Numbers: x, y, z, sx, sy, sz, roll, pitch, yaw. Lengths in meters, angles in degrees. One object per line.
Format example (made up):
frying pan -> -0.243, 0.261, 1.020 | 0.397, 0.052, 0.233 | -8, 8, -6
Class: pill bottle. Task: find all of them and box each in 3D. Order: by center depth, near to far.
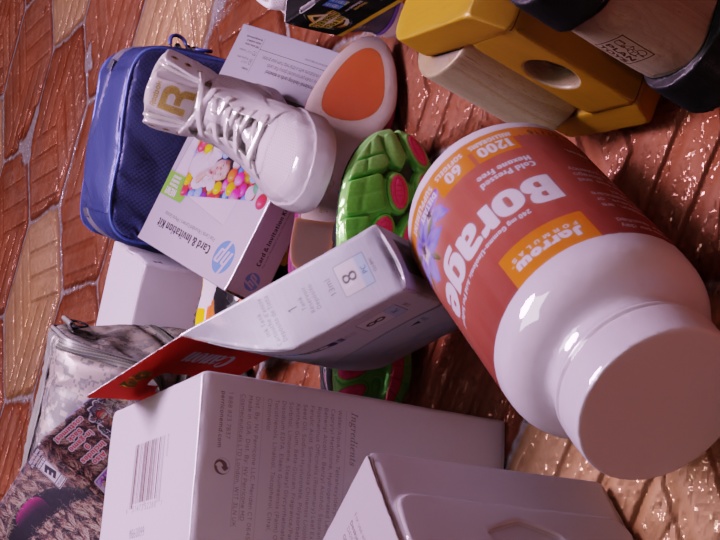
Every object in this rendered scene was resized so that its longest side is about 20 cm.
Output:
pill bottle -> 0.106, 0.013, 0.762 | 0.112, 0.112, 0.200 | -68, 28, 22

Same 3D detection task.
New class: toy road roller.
toy road roller -> 0.125, -0.162, 0.793 | 0.200, 0.123, 0.146 | -10, 57, 62

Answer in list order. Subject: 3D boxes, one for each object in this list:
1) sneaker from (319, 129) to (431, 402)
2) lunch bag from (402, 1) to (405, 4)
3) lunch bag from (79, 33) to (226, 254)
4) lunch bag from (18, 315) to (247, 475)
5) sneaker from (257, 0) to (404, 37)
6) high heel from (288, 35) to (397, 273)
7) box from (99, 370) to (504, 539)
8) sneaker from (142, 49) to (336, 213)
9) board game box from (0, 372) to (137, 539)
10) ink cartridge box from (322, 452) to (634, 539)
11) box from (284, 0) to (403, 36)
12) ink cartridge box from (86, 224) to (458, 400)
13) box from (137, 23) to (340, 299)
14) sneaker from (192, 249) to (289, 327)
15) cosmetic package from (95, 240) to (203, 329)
sneaker -> 0.000, 0.000, 1.028 | 0.084, 0.077, 0.200 | 0, 78, 63
lunch bag -> 0.061, -0.259, 1.005 | 0.200, 0.082, 0.176 | -112, 36, -50
lunch bag -> -0.175, -0.116, 1.361 | 0.132, 0.136, 0.200 | 8, 87, 64
lunch bag -> -0.205, 0.145, 1.285 | 0.139, 0.167, 0.200 | 32, 110, 63
sneaker -> -0.041, -0.258, 1.128 | 0.081, 0.146, 0.200 | -57, 34, 38
high heel -> -0.015, -0.072, 1.119 | 0.096, 0.067, 0.200 | 76, -149, -70
box -> -0.036, 0.138, 0.903 | 0.152, 0.200, 0.107 | -27, 55, 58
sneaker -> -0.096, -0.100, 1.060 | 0.200, 0.115, 0.074 | 40, 112, 62
board game box -> -0.163, 0.207, 1.128 | 0.097, 0.200, 0.159 | -44, -6, -46
ink cartridge box -> 0.047, 0.218, 0.765 | 0.200, 0.146, 0.146 | -64, 29, 30
box -> 0.006, -0.267, 0.970 | 0.160, 0.049, 0.200 | 168, 108, -65
ink cartridge box -> -0.041, 0.049, 0.903 | 0.200, 0.160, 0.047 | -30, 75, 13
box -> -0.086, -0.088, 1.194 | 0.156, 0.041, 0.200 | 28, 92, 52
sneaker -> -0.089, -0.014, 1.244 | 0.090, 0.070, 0.200 | -31, 48, 34
cosmetic package -> -0.203, 0.081, 1.409 | 0.113, 0.081, 0.200 | 32, 108, 63
